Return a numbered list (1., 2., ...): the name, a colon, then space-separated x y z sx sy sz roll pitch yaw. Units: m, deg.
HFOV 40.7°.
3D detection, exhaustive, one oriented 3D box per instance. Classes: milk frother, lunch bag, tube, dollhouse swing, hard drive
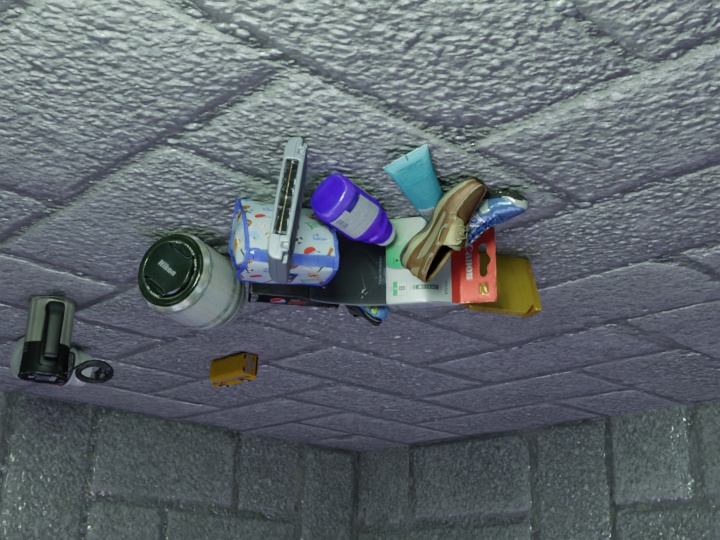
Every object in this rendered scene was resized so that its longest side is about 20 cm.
1. milk frother: -0.696 0.170 2.324 0.199 0.191 0.179 17 156 -39
2. lunch bag: -0.134 -0.040 1.669 0.168 0.125 0.200 4 -166 -16
3. tube: 0.098 -0.140 1.594 0.077 0.051 0.200 -32 153 4
4. dollhouse swing: 0.229 0.056 1.982 0.198 0.183 0.176 8 140 -19
5. hard drive: 0.000 0.000 1.878 0.197 0.137 0.042 2 176 -11

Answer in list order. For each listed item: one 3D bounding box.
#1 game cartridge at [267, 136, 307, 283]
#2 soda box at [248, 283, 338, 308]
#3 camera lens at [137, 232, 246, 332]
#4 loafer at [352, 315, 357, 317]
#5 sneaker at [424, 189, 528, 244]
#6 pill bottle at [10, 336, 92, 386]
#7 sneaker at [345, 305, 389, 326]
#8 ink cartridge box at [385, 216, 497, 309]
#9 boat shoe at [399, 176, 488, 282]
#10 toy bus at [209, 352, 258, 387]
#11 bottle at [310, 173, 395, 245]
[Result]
1. game cartridge: -0.114 -0.090 1.520 0.040 0.202 0.133 7 160 3
2. soda box: -0.139 0.034 2.070 0.197 0.072 0.063 5 162 -9
3. camera lens: -0.333 0.026 1.929 0.158 0.162 0.200 -6 160 20
4. loafer: 0.048 0.061 2.137 0.075 0.071 0.199 17 155 -38
5. sneaker: 0.203 -0.086 1.695 0.198 0.078 0.075 -14 154 33
6. pill bottle: -0.856 0.259 2.700 0.113 0.115 0.199 -16 154 41
7. sneaker: -0.027 0.044 1.957 0.199 0.071 0.083 38 146 21
8. ink cartridge box: 0.144 -0.018 1.766 0.198 0.163 0.050 -5 164 19
9. boat shoe: 0.151 -0.063 1.638 0.075 0.074 0.201 7 126 -53
10. toy bus: -0.375 0.292 2.833 0.078 0.066 0.199 19 154 -40
11. bottle: -0.005 -0.096 1.677 0.084 0.065 0.200 -49 145 8
